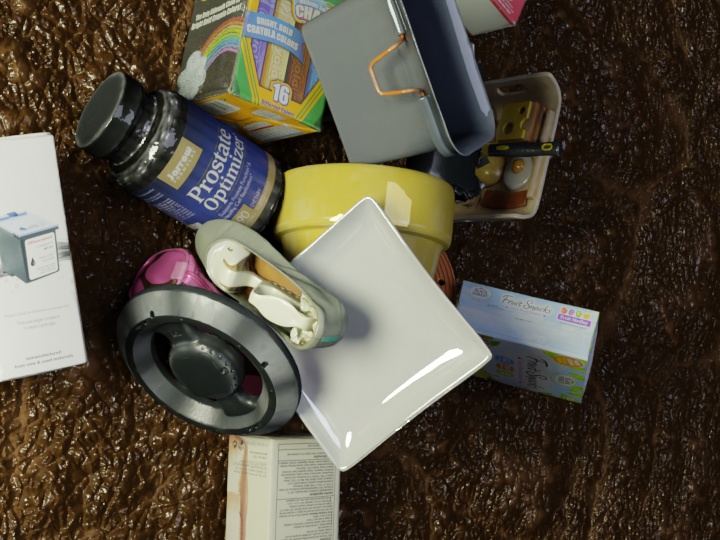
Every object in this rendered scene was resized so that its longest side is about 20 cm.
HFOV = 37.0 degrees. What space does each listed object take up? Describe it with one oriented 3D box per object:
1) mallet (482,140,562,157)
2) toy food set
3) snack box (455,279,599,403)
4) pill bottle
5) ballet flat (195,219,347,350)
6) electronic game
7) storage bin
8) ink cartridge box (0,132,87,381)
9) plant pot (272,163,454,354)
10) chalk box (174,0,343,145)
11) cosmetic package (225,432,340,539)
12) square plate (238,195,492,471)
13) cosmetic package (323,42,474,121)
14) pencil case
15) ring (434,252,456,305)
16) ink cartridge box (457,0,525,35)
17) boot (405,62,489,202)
[{"bbox_3d":[0.156,-0.159,1.345,0.041,0.198,0.067,33,56,-56],"label":"mallet"},{"bbox_3d":[0.171,-0.155,1.382,0.060,0.143,0.202,27,72,-39],"label":"toy food set"},{"bbox_3d":[0.203,0.091,1.331,0.200,0.167,0.068,67,39,-69],"label":"snack box"},{"bbox_3d":[-0.185,-0.114,1.100,0.199,0.111,0.113,31,69,-35],"label":"pill bottle"},{"bbox_3d":[-0.099,0.010,1.037,0.063,0.199,0.068,-13,131,-57],"label":"ballet flat"},{"bbox_3d":[-0.151,0.092,1.066,0.201,0.198,0.042,53,40,-25],"label":"electronic game"},{"bbox_3d":[0.030,-0.198,1.093,0.145,0.133,0.202,-36,107,-56],"label":"storage bin"},{"bbox_3d":[-0.321,-0.011,0.957,0.085,0.146,0.203,-12,96,-38],"label":"ink cartridge box"},{"bbox_3d":[0.000,0.000,1.170,0.199,0.200,0.192,10,79,-39],"label":"plant pot"},{"bbox_3d":[-0.105,-0.257,1.167,0.123,0.124,0.203,20,77,-38],"label":"chalk box"},{"bbox_3d":[-0.086,0.282,1.182,0.103,0.087,0.203,8,82,-41],"label":"cosmetic package"},{"bbox_3d":[-0.003,0.064,1.073,0.201,0.198,0.028,52,14,3],"label":"square plate"},{"bbox_3d":[0.039,-0.228,1.301,0.198,0.106,0.092,-4,90,-42],"label":"cosmetic package"},{"bbox_3d":[-0.149,0.064,1.135,0.200,0.093,0.091,46,61,-28],"label":"pencil case"},{"bbox_3d":[0.017,0.018,1.272,0.198,0.019,0.203,5,65,-11],"label":"ring"},{"bbox_3d":[0.171,-0.442,1.437,0.145,0.083,0.202,40,64,-32],"label":"ink cartridge box"},{"bbox_3d":[0.070,-0.170,1.212,0.197,0.073,0.165,15,78,-43],"label":"boot"}]
